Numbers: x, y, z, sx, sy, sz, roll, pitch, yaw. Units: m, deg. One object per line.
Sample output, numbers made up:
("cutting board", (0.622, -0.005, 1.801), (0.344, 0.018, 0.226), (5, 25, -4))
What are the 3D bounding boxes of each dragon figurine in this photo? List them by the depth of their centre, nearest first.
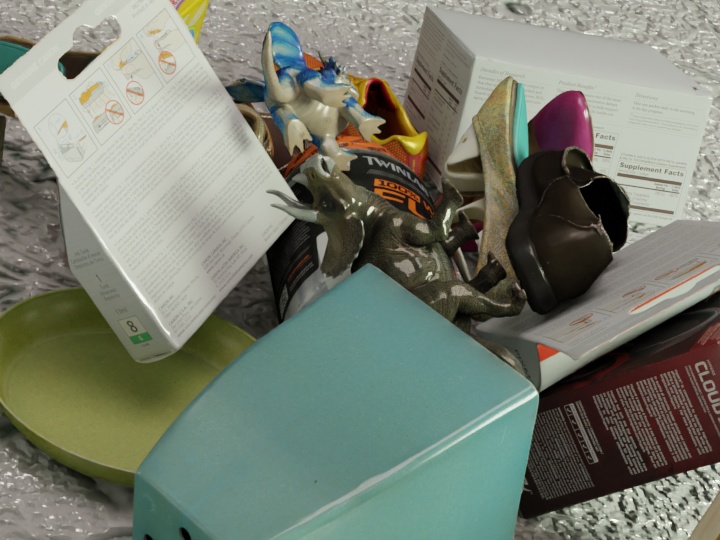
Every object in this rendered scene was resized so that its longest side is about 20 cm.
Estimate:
("dragon figurine", (-0.048, -0.120, 1.482), (0.099, 0.059, 0.200), (43, 9, 29))

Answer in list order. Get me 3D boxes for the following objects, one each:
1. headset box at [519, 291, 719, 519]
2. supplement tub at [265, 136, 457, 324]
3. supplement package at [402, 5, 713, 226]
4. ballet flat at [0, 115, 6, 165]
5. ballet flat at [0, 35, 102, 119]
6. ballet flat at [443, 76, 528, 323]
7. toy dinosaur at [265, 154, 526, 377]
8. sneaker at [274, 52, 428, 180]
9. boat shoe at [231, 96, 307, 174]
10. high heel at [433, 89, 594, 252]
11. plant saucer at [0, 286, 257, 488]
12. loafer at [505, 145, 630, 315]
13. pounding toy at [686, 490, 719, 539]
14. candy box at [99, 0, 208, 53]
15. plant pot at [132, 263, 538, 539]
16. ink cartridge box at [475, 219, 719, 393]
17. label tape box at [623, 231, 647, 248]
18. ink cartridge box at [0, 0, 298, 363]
("headset box", (0.197, 0.072, 1.432), (0.148, 0.199, 0.075), (-36, 103, -55))
("supplement tub", (0.000, 0.000, 1.520), (0.121, 0.123, 0.201), (9, 31, -15))
("supplement package", (0.149, -0.123, 1.795), (0.198, 0.112, 0.156), (9, 19, -16))
("ballet flat", (-0.332, -0.126, 1.618), (0.199, 0.070, 0.069), (27, 31, 18))
("ballet flat", (-0.184, -0.116, 1.550), (0.199, 0.069, 0.063), (24, -4, 38))
("ballet flat", (0.087, -0.048, 1.537), (0.070, 0.071, 0.201), (8, 54, -16))
("toy dinosaur", (0.037, 0.013, 1.377), (0.201, 0.102, 0.077), (58, -1, 15))
("sneaker", (-0.005, -0.129, 1.788), (0.073, 0.078, 0.200), (-10, 37, -36))
("boat shoe", (-0.087, -0.081, 1.566), (0.072, 0.072, 0.200), (53, 32, 12))
("high heel", (0.105, -0.066, 1.637), (0.095, 0.200, 0.068), (-7, 63, -14))
("plant saucer", (-0.138, 0.077, 1.409), (0.198, 0.031, 0.201), (13, 30, -8))
("loafer", (0.140, -0.029, 1.443), (0.071, 0.073, 0.200), (-19, 19, 16))
("pounding toy", (0.274, 0.193, 1.295), (0.184, 0.201, 0.142), (39, 14, 30))
("candy box", (-0.165, -0.141, 1.695), (0.026, 0.103, 0.200), (21, 30, 8))
("plant pot", (-0.025, 0.122, 1.279), (0.199, 0.142, 0.141), (-29, 51, -36))
("ink cartridge box", (0.173, 0.025, 1.383), (0.161, 0.050, 0.200), (-28, 11, -11))
("label tape box", (0.206, 0.022, 1.589), (0.199, 0.064, 0.144), (14, 16, 22))
("ink cartridge box", (-0.138, -0.069, 1.422), (0.201, 0.050, 0.161), (56, 46, -16))
